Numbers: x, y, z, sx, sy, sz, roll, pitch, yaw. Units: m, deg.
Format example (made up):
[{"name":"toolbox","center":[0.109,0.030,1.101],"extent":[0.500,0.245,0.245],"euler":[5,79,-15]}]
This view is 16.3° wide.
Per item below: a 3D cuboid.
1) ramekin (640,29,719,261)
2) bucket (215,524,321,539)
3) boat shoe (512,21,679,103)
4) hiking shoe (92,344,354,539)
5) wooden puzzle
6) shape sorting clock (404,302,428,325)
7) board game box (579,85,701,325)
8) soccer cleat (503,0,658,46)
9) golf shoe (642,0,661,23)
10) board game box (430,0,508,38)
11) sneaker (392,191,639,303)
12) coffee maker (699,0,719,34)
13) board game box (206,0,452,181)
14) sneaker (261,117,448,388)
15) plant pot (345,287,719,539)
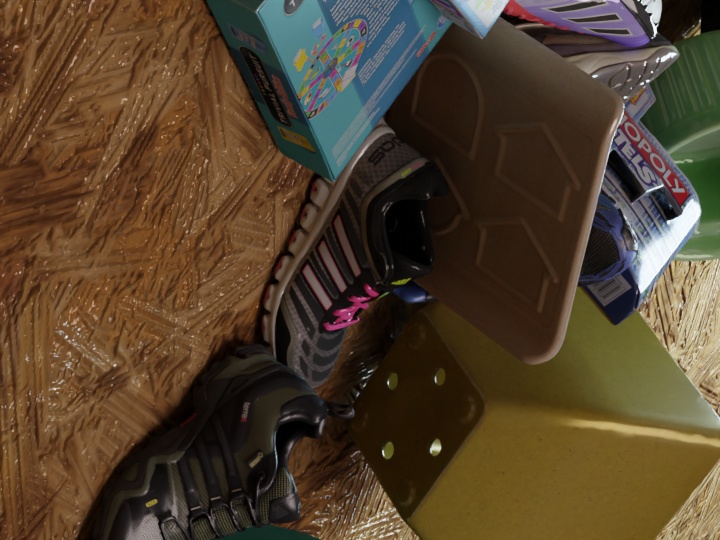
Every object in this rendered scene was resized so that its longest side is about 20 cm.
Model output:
[{"name":"ramekin","center":[0.286,-0.102,1.988],"extent":[0.200,0.098,0.200],"euler":[-10,148,-6]},{"name":"bucket","center":[-0.079,0.272,1.691],"extent":[0.207,0.207,0.135],"euler":[-32,136,-46]},{"name":"boat shoe","center":[0.151,-0.153,1.752],"extent":[0.074,0.073,0.200],"euler":[-39,164,34]},{"name":"hiking shoe","center":[-0.093,0.143,1.639],"extent":[0.200,0.101,0.076],"euler":[-54,153,-15]},{"name":"wooden puzzle","center":[0.091,-0.066,1.666],"extent":[0.046,0.185,0.200],"euler":[-16,132,-42]},{"name":"shape sorting clock","center":[0.104,-0.022,1.907],"extent":[0.200,0.039,0.200],"euler":[-31,143,-27]},{"name":"board game box","center":[0.174,-0.089,1.836],"extent":[0.062,0.200,0.200],"euler":[-38,-175,36]},{"name":"soccer cleat","center":[0.117,-0.193,1.674],"extent":[0.200,0.068,0.073],"euler":[32,97,-38]},{"name":"golf shoe","center":[0.194,-0.211,1.807],"extent":[0.200,0.088,0.077],"euler":[23,55,-66]},{"name":"board game box","center":[0.099,-0.252,1.540],"extent":[0.200,0.034,0.134],"euler":[-57,157,-2]},{"name":"sneaker","center":[0.103,-0.005,1.745],"extent":[0.078,0.200,0.075],"euler":[-45,117,-47]},{"name":"coffee maker","center":[0.326,-0.227,2.005],"extent":[0.192,0.135,0.200],"euler":[-50,152,-20]},{"name":"board game box","center":[-0.013,-0.168,1.533],"extent":[0.151,0.047,0.200],"euler":[-54,154,-16]},{"name":"sneaker","center":[0.000,0.000,1.681],"extent":[0.074,0.087,0.200],"euler":[-9,124,-59]},{"name":"plant pot","center":[0.108,0.120,1.865],"extent":[0.200,0.194,0.196],"euler":[12,122,-39]}]
